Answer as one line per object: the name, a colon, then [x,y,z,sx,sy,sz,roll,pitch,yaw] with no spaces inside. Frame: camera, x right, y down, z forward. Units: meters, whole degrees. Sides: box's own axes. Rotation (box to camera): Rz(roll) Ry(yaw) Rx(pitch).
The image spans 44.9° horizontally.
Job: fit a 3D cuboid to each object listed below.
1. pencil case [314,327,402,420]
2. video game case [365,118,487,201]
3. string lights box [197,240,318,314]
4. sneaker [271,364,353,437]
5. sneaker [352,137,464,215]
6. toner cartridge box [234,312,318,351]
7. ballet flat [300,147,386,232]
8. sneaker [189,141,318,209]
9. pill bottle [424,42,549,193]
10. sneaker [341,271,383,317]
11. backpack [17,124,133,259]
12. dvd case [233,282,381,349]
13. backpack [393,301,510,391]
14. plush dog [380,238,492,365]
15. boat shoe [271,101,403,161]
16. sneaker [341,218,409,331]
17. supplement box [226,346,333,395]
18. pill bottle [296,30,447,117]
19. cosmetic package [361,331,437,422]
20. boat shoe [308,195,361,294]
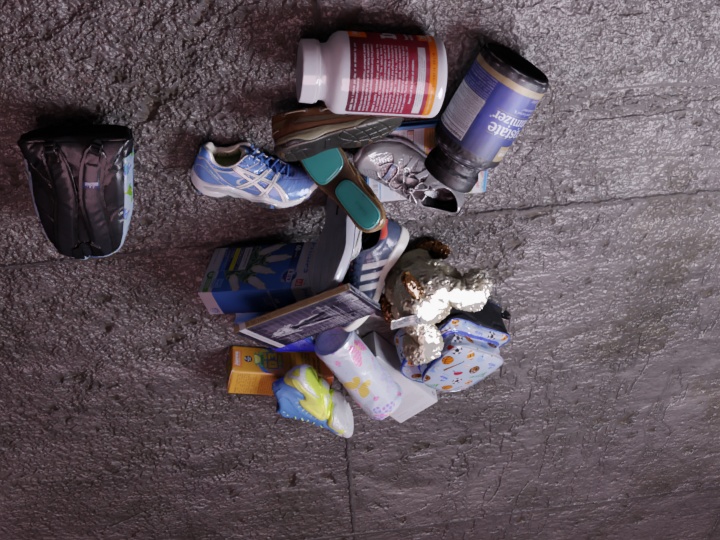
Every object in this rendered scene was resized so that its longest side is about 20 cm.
pencil case: [-0.002,0.179,1.573,0.083,0.091,0.201,-25,121,19]
video game case: [0.106,-0.176,1.389,0.198,0.018,0.144,-6,133,-4]
string lights box: [-0.154,0.013,1.428,0.198,0.103,0.059,-4,137,20]
sneaker: [-0.095,0.253,1.646,0.104,0.076,0.201,-19,126,23]
sneaker: [0.083,-0.143,1.345,0.198,0.082,0.075,16,129,-21]
toner cartridge box: [-0.137,0.101,1.524,0.094,0.044,0.200,-3,162,15]
ballet flat: [-0.027,-0.142,1.336,0.068,0.072,0.200,-43,83,13]
sneaker: [-0.158,-0.148,1.330,0.198,0.076,0.077,3,138,-14]
pill bottle: [0.178,-0.219,1.278,0.111,0.112,0.201,17,120,-24]
sneaker: [-0.053,0.048,1.545,0.200,0.068,0.108,29,125,-28]
backpack: [-0.406,-0.114,1.290,0.161,0.154,0.202,-4,113,-8]
dvd case: [-0.081,0.075,1.378,0.198,0.016,0.149,-21,159,14]
backpack: [0.162,0.138,1.615,0.199,0.155,0.190,22,137,-31]
plush dog: [0.096,0.032,1.473,0.160,0.172,0.200,38,95,-27]
boat shoe: [-0.037,-0.221,1.276,0.198,0.075,0.076,-15,165,-15]
sneaker: [0.000,0.000,1.461,0.084,0.075,0.201,29,83,-22]
supplement box: [-0.154,0.195,1.666,0.198,0.067,0.069,4,133,-14]
pill bottle: [0.013,-0.273,1.214,0.198,0.114,0.114,1,134,-11]
cosmetic package: [0.053,0.212,1.714,0.101,0.074,0.200,-33,128,21]
boat shoe: [-0.025,-0.046,1.374,0.073,0.202,0.067,-3,153,37]
